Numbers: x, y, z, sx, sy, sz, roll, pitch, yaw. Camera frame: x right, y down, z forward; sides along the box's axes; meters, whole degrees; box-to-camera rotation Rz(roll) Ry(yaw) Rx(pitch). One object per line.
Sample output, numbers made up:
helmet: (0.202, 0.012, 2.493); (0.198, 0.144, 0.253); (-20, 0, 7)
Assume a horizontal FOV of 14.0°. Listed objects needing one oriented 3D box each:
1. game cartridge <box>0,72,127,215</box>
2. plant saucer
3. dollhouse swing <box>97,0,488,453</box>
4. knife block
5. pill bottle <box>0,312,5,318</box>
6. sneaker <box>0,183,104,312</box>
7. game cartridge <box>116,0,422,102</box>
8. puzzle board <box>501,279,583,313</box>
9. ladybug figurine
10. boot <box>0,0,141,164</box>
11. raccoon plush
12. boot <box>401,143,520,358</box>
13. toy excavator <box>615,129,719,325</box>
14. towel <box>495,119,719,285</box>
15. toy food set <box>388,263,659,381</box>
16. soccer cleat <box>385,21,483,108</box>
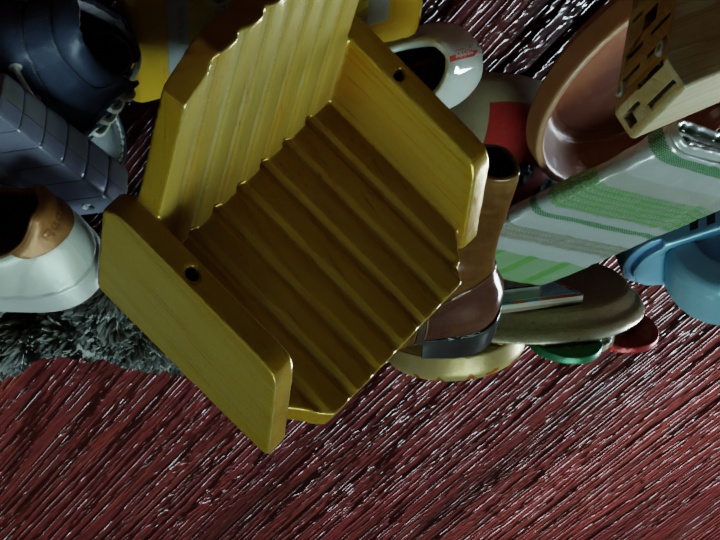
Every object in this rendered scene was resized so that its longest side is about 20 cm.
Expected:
game cartridge: (-0.242, -0.056, 1.575); (0.199, 0.039, 0.130); (-7, 159, 28)
plant saucer: (0.187, -0.129, 1.808); (0.200, 0.032, 0.200); (-26, 152, -15)
dollhouse swing: (-0.014, -0.052, 1.528); (0.200, 0.182, 0.176); (-45, 179, -35)
knife block: (0.245, -0.144, 1.681); (0.175, 0.200, 0.064); (21, 147, -14)
pill bottle: (-0.301, 0.042, 1.784); (0.111, 0.111, 0.200); (-2, 154, -37)
sneaker: (-0.239, -0.016, 1.557); (0.199, 0.073, 0.085); (-10, 143, 17)
game cartridge: (-0.045, -0.163, 1.582); (0.176, 0.033, 0.200); (-15, 161, -9)
puzzle board: (0.028, 0.006, 1.986); (0.199, 0.017, 0.151); (-7, -162, -29)
ladybug figurine: (0.073, -0.068, 1.870); (0.136, 0.072, 0.200); (-31, 156, 32)
boot: (-0.151, -0.094, 1.593); (0.090, 0.073, 0.200); (-8, 163, 19)
raccoon plush: (-0.136, -0.006, 1.673); (0.200, 0.097, 0.134); (-28, 143, -32)
boot: (0.000, 0.000, 1.781); (0.188, 0.069, 0.200); (-2, 151, -1)
toy excavator: (0.284, 0.002, 2.046); (0.194, 0.201, 0.100); (-17, 161, -2)
towel: (0.151, -0.043, 1.858); (0.200, 0.031, 0.149); (-24, 160, 31)
toy food set: (0.104, 0.028, 2.036); (0.197, 0.049, 0.200); (0, -165, -9)
soccer cleat: (-0.023, -0.091, 1.712); (0.200, 0.069, 0.085); (-22, 179, 12)
